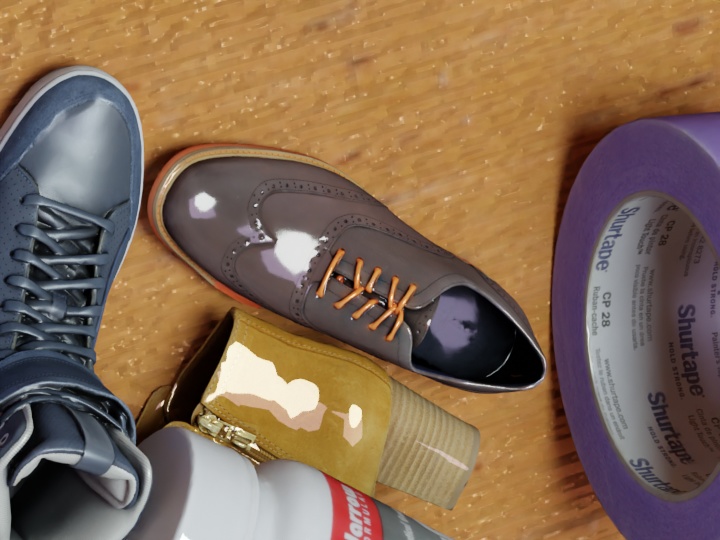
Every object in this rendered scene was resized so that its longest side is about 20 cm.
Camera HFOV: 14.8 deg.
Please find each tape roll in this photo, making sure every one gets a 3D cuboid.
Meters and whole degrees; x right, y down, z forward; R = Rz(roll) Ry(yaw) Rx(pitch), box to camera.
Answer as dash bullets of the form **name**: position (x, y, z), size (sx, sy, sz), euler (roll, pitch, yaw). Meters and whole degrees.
- **tape roll**: position (0.167, 0.029, 1.233), size (0.084, 0.200, 0.201), euler (-6, 107, -23)

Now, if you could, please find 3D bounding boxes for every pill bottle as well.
- **pill bottle**: position (-0.014, 0.148, 1.156), size (0.199, 0.114, 0.114), euler (29, 91, -24)

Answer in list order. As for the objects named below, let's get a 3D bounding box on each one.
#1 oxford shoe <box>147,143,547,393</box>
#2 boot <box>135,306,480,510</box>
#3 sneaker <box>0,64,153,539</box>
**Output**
- **oxford shoe**: position (0.000, 0.000, 1.216), size (0.199, 0.072, 0.072), euler (23, 95, -29)
- **boot**: position (-0.048, 0.124, 1.241), size (0.143, 0.071, 0.202), euler (23, 100, -18)
- **sneaker**: position (-0.119, 0.024, 1.127), size (0.077, 0.146, 0.204), euler (16, 96, -27)
